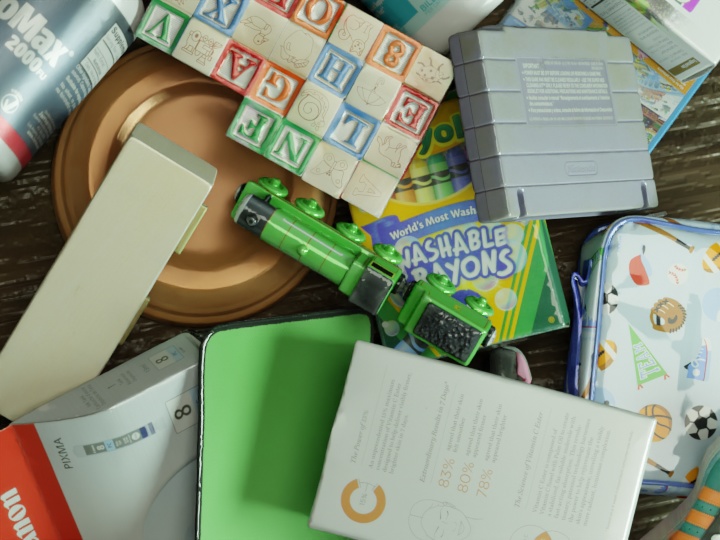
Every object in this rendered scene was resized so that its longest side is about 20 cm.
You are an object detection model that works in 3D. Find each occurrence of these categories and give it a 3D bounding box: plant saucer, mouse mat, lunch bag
[{"bbox_3d":[-0.110,-0.062,1.583,0.199,0.037,0.201,1,85,-11],"label":"plant saucer"},{"bbox_3d":[-0.050,0.128,1.528,0.161,0.008,0.201,-6,102,-46],"label":"mouse mat"},{"bbox_3d":[0.217,0.057,1.620,0.159,0.076,0.201,7,84,-8],"label":"lunch bag"}]

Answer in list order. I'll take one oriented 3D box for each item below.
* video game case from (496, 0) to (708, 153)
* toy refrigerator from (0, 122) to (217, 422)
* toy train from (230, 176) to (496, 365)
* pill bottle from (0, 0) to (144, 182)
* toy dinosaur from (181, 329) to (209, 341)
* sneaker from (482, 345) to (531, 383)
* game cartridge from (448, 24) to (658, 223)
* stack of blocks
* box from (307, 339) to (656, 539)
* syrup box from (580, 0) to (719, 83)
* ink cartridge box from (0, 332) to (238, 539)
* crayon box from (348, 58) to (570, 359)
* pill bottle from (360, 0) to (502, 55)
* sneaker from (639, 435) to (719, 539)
[{"bbox_3d":[0.185,-0.174,1.663,0.143,0.018,0.200,39,78,-6],"label":"video game case"},{"bbox_3d":[-0.169,0.009,1.514,0.070,0.076,0.201,30,98,-6],"label":"toy refrigerator"},{"bbox_3d":[0.000,0.000,1.534,0.199,0.056,0.042,30,110,3],"label":"toy train"},{"bbox_3d":[-0.213,-0.169,1.531,0.119,0.120,0.200,40,78,-5],"label":"pill bottle"},{"bbox_3d":[-0.079,0.082,1.572,0.199,0.047,0.089,-10,104,-14],"label":"toy dinosaur"},{"bbox_3d":[0.059,0.142,1.585,0.095,0.079,0.201,17,80,2],"label":"sneaker"},{"bbox_3d":[0.131,-0.099,1.561,0.200,0.038,0.130,-5,80,-54],"label":"game cartridge"},{"bbox_3d":[-0.047,-0.132,1.536,0.199,0.059,0.116,29,94,1],"label":"stack of blocks"},{"bbox_3d":[0.081,0.130,1.503,0.199,0.097,0.125,15,88,8],"label":"box"},{"bbox_3d":[0.183,-0.226,1.617,0.200,0.081,0.079,38,80,-4],"label":"syrup box"},{"bbox_3d":[-0.166,0.154,1.503,0.199,0.047,0.161,-28,125,-16],"label":"ink cartridge box"},{"bbox_3d":[0.058,-0.044,1.588,0.125,0.052,0.201,-14,87,10],"label":"crayon box"},{"bbox_3d":[0.017,-0.247,1.589,0.111,0.111,0.200,-44,93,-12],"label":"pill bottle"},{"bbox_3d":[0.248,0.180,1.557,0.071,0.080,0.200,20,123,-21],"label":"sneaker"}]
